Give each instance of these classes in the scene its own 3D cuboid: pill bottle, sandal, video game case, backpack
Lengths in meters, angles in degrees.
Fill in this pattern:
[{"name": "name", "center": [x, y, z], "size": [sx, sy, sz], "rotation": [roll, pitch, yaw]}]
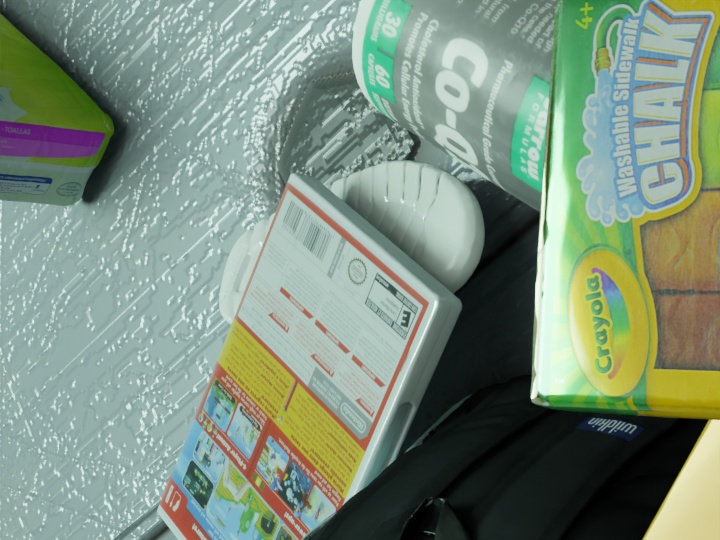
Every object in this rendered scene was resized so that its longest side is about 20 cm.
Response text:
[{"name": "pill bottle", "center": [0.100, -0.081, 0.822], "size": [0.200, 0.113, 0.113], "rotation": [35, 107, 36]}, {"name": "sandal", "center": [0.002, -0.007, 0.934], "size": [0.202, 0.050, 0.083], "rotation": [-7, 67, 51]}, {"name": "video game case", "center": [-0.031, 0.071, 0.882], "size": [0.143, 0.017, 0.200], "rotation": [42, 114, 48]}, {"name": "backpack", "center": [0.076, 0.135, 0.769], "size": [0.177, 0.200, 0.151], "rotation": [2, 107, 38]}]

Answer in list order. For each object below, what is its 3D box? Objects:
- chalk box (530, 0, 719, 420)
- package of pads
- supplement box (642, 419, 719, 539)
[{"name": "chalk box", "center": [0.129, -0.016, 0.526], "size": [0.200, 0.124, 0.125], "rotation": [-2, 84, 39]}, {"name": "package of pads", "center": [-0.260, -0.118, 1.094], "size": [0.200, 0.154, 0.068], "rotation": [42, 114, 33]}, {"name": "supplement box", "center": [0.232, 0.070, 0.643], "size": [0.133, 0.200, 0.198], "rotation": [37, 109, 36]}]
